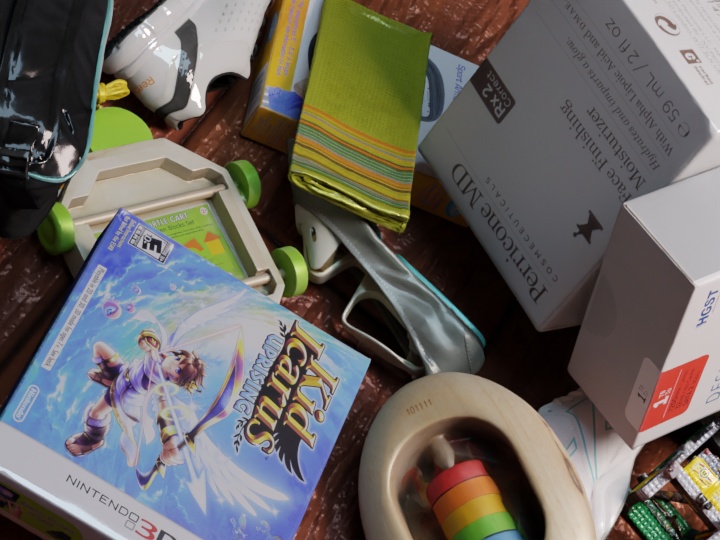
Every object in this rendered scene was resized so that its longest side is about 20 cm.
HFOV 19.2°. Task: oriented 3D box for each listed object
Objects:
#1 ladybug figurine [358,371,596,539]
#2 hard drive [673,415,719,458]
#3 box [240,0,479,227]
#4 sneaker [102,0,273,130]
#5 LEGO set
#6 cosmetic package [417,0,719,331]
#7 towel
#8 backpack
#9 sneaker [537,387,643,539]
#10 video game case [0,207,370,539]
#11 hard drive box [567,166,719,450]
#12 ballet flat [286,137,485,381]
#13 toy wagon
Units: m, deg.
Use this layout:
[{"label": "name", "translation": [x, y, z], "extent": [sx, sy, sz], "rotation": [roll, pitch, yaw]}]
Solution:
[{"label": "ladybug figurine", "translation": [0.074, 0.158, 1.297], "extent": [0.135, 0.072, 0.201], "rotation": [-24, 61, 4]}, {"label": "hard drive", "translation": [0.310, 0.100, 1.513], "extent": [0.199, 0.033, 0.140], "rotation": [-27, 75, -38]}, {"label": "box", "translation": [0.022, -0.112, 1.488], "extent": [0.199, 0.042, 0.120], "rotation": [20, 52, -14]}, {"label": "sneaker", "translation": [-0.097, -0.169, 1.450], "extent": [0.080, 0.074, 0.200], "rotation": [49, 53, -11]}, {"label": "LEGO set", "translation": [0.262, 0.162, 1.362], "extent": [0.153, 0.116, 0.201], "rotation": [-30, 82, -8]}, {"label": "cosmetic package", "translation": [0.180, -0.089, 1.397], "extent": [0.164, 0.200, 0.165], "rotation": [-7, 55, -44]}, {"label": "towel", "translation": [0.003, -0.111, 1.422], "extent": [0.086, 0.018, 0.201], "rotation": [25, 42, -14]}, {"label": "backpack", "translation": [-0.243, -0.132, 1.277], "extent": [0.175, 0.153, 0.201], "rotation": [20, 62, -19]}, {"label": "sneaker", "translation": [0.151, 0.104, 1.398], "extent": [0.080, 0.071, 0.201], "rotation": [29, 47, 5]}, {"label": "video game case", "translation": [-0.108, 0.087, 1.232], "extent": [0.181, 0.045, 0.201], "rotation": [32, 52, -9]}, {"label": "hard drive box", "translation": [0.242, 0.006, 1.333], "extent": [0.199, 0.156, 0.077], "rotation": [-20, 54, -26]}, {"label": "ballet flat", "translation": [0.000, 0.000, 1.390], "extent": [0.064, 0.067, 0.200], "rotation": [-39, 79, -10]}, {"label": "toy wagon", "translation": [-0.129, -0.030, 1.350], "extent": [0.154, 0.040, 0.201], "rotation": [-15, 67, -36]}]
